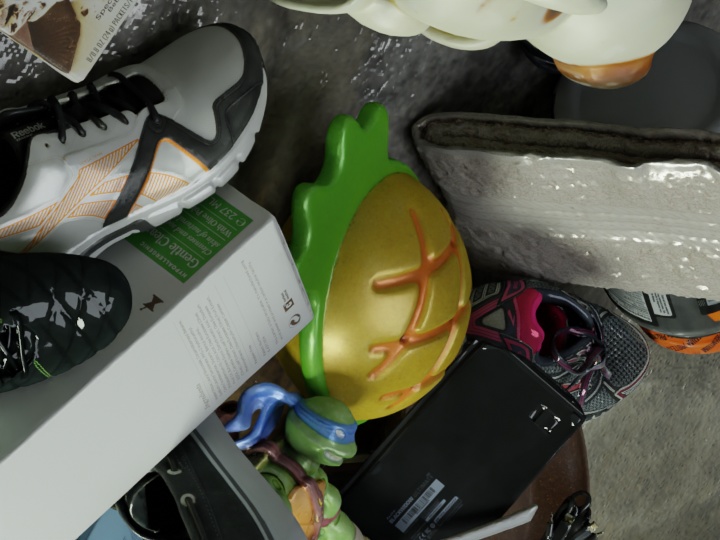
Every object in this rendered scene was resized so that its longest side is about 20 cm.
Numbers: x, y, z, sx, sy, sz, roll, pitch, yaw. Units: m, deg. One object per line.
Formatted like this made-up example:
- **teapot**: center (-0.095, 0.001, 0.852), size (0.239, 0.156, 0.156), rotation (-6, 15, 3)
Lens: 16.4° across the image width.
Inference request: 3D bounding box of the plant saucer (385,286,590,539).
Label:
- **plant saucer**: center (0.070, 0.111, 1.482), size (0.200, 0.036, 0.202), rotation (23, 61, -50)

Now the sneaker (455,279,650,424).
- **sneaker**: center (0.118, 0.049, 1.477), size (0.199, 0.074, 0.081), rotation (8, 72, -55)

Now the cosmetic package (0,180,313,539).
- **cosmetic package**: center (-0.132, 0.041, 1.198), size (0.200, 0.107, 0.085), rotation (-43, 142, -19)

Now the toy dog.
- **toy dog**: center (0.085, -0.166, 1.225), size (0.199, 0.193, 0.141), rotation (12, 97, -46)

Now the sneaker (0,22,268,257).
- **sneaker**: center (-0.124, -0.055, 1.161), size (0.200, 0.074, 0.080), rotation (-42, 141, -20)

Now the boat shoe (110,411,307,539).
- **boat shoe**: center (-0.092, 0.104, 1.221), size (0.056, 0.200, 0.069), rotation (-15, 125, -28)

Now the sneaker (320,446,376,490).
- **sneaker**: center (0.020, 0.176, 1.464), size (0.075, 0.116, 0.200), rotation (-31, 152, 22)

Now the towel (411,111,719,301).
- **towel**: center (0.135, -0.032, 1.389), size (0.133, 0.198, 0.035), rotation (64, 39, -50)

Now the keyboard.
- **keyboard**: center (0.051, 0.143, 1.383), size (0.200, 0.127, 0.021), rotation (-49, -173, 10)

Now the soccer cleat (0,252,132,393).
- **soccer cleat**: center (-0.192, 0.044, 1.093), size (0.198, 0.081, 0.068), rotation (-14, 123, -12)

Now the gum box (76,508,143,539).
- **gum box**: center (-0.166, 0.227, 1.287), size (0.171, 0.044, 0.201), rotation (81, 30, -48)

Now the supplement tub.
- **supplement tub**: center (0.190, -0.044, 1.496), size (0.123, 0.122, 0.200), rotation (-45, 144, -14)

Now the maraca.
- **maraca**: center (0.000, 0.000, 1.315), size (0.201, 0.106, 0.138), rotation (70, 37, -53)

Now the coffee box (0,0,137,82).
- **coffee box**: center (-0.160, -0.174, 1.015), size (0.113, 0.080, 0.200), rotation (-55, 145, 1)

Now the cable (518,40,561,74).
- **cable**: center (0.139, -0.200, 1.373), size (0.163, 0.051, 0.201), rotation (5, 114, -51)

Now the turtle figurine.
- **turtle figurine**: center (-0.027, 0.177, 1.301), size (0.199, 0.144, 0.194), rotation (32, 108, -20)
